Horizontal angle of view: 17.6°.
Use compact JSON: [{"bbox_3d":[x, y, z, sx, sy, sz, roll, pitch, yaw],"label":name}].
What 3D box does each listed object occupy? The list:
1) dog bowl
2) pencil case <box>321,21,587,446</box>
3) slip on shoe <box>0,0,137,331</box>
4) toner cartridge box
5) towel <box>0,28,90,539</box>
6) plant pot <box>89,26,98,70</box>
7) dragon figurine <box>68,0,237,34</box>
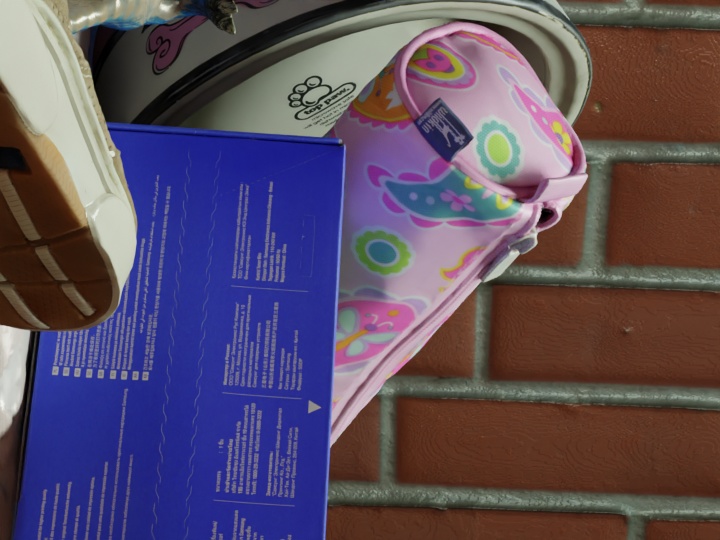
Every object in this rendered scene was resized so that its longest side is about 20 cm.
[{"bbox_3d":[-0.015,-0.074,0.898,0.200,0.200,0.074,92,-19,-64],"label":"dog bowl"},{"bbox_3d":[0.000,0.000,0.851,0.200,0.087,0.087,-48,-153,37],"label":"pencil case"},{"bbox_3d":[-0.097,-0.045,0.580,0.200,0.076,0.061,75,22,-63],"label":"slip on shoe"},{"bbox_3d":[-0.056,0.049,0.727,0.043,0.095,0.200,95,-1,-60],"label":"toner cartridge box"},{"bbox_3d":[-0.117,0.015,0.785,0.191,0.032,0.200,-90,-178,-69],"label":"towel"},{"bbox_3d":[-0.031,-0.206,0.948,0.200,0.200,0.180,94,-9,-65],"label":"plant pot"},{"bbox_3d":[-0.099,-0.102,0.727,0.200,0.099,0.059,-132,-141,-62],"label":"dragon figurine"}]
